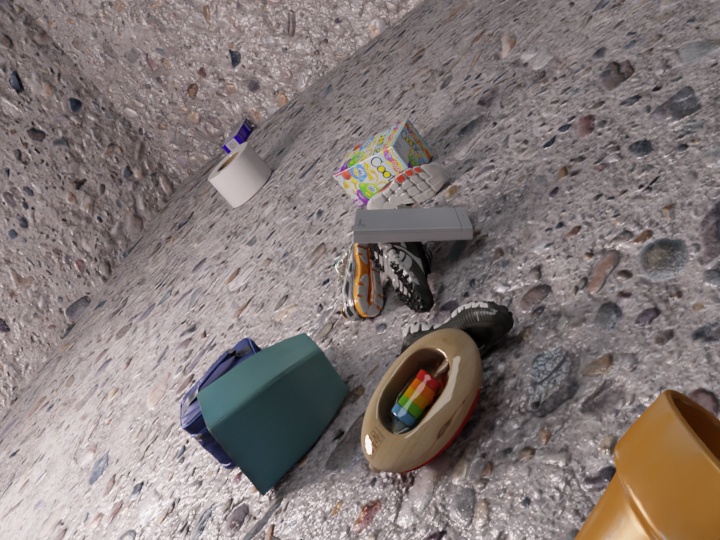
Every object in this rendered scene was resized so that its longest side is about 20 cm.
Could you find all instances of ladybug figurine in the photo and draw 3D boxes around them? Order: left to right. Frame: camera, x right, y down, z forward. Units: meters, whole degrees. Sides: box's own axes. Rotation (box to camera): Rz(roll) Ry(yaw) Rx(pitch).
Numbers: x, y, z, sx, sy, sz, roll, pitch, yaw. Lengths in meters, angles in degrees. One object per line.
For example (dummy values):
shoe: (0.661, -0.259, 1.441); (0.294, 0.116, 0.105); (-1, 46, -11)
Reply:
ladybug figurine: (0.080, 0.167, 0.827); (0.201, 0.072, 0.135); (-50, 37, -1)

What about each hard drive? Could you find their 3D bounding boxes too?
hard drive: (0.087, -0.079, 1.145); (0.194, 0.027, 0.132); (-2, 20, 3)

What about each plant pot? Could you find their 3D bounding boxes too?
plant pot: (-0.127, 0.204, 1.042); (0.199, 0.143, 0.141); (-38, 23, -10)
plant pot: (0.213, 0.216, 0.430); (0.184, 0.198, 0.201); (-52, 20, 16)

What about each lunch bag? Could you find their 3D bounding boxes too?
lunch bag: (-0.215, 0.216, 1.161); (0.200, 0.133, 0.136); (-44, 24, -3)

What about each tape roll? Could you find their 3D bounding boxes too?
tape roll: (-0.443, -0.351, 2.467); (0.201, 0.140, 0.204); (-35, 24, 18)

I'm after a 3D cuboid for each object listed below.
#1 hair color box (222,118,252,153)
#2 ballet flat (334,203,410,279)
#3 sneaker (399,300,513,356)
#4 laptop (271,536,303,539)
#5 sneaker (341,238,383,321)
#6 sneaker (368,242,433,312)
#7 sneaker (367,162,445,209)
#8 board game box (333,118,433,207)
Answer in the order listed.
hair color box: (-0.621, -0.677, 3.393); (0.108, 0.065, 0.202); (-31, 28, 26)
ballet flat: (0.034, -0.049, 1.297); (0.200, 0.072, 0.072); (-44, 23, -2)
sneaker: (0.122, 0.104, 0.901); (0.198, 0.066, 0.092); (-24, 32, 46)
laptop: (-0.133, 0.390, 0.774); (0.198, 0.104, 0.179); (-5, 43, 55)
sneaker: (0.000, 0.000, 1.221); (0.077, 0.077, 0.204); (-33, 38, 46)
sneaker: (0.088, -0.006, 1.112); (0.088, 0.068, 0.201); (-16, 35, -14)
sneaker: (0.096, -0.180, 1.405); (0.197, 0.078, 0.082); (-25, 22, 35)
board game box: (0.051, -0.243, 1.540); (0.198, 0.105, 0.104); (-19, 33, 45)
